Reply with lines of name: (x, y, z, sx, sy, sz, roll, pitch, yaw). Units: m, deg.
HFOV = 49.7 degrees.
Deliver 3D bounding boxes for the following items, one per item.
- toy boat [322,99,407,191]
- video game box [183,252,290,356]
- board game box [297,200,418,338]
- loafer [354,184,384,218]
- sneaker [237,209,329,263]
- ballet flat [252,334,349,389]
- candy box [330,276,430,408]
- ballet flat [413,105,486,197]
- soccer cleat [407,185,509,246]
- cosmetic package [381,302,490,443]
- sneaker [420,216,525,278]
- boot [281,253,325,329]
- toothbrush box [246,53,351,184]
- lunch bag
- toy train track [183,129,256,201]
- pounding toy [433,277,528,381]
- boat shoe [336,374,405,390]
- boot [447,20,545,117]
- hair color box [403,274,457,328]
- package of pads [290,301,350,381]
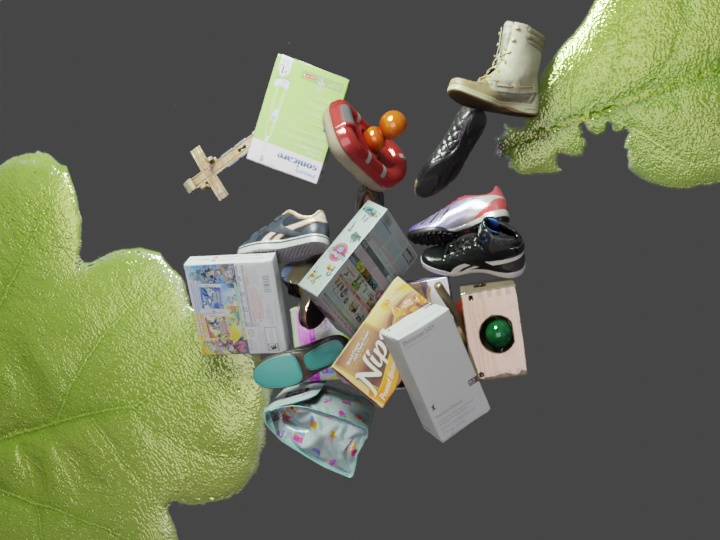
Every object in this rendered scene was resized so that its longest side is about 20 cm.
toy boat: (0.029, -0.239, 1.408, 0.129, 0.199, 0.133, -29, 54, 20)
video game box: (-0.239, 0.068, 1.523, 0.177, 0.047, 0.205, -3, 114, 7)
board game box: (0.000, 0.000, 1.404, 0.064, 0.148, 0.201, 27, 72, 43)
loafer: (0.015, -0.063, 1.487, 0.071, 0.072, 0.206, -5, 95, 8)
sneaker: (-0.148, -0.065, 1.512, 0.195, 0.078, 0.081, -9, 66, 20)
ballet flat: (-0.105, 0.172, 1.461, 0.196, 0.068, 0.070, -18, 94, 12)
candy box: (0.049, 0.127, 1.384, 0.115, 0.055, 0.202, 37, 81, 1)
ballet flat: (0.168, -0.223, 1.468, 0.066, 0.057, 0.201, 30, 104, -30)
soccer cleat: (0.181, -0.101, 1.469, 0.195, 0.068, 0.075, -14, 68, 15)
cosmetic package: (0.129, 0.171, 1.331, 0.111, 0.081, 0.203, -30, 106, -15)
sneaker: (0.204, -0.052, 1.424, 0.195, 0.074, 0.114, 3, 134, 15)
boot: (-0.109, 0.043, 1.469, 0.095, 0.202, 0.076, -7, 124, 18)
toothbrush box: (-0.115, -0.284, 1.475, 0.142, 0.086, 0.205, 18, 97, -1)
lunch bag: (-0.080, 0.283, 1.481, 0.196, 0.170, 0.125, 21, 99, 4)
toy train track: (-0.271, -0.218, 1.540, 0.198, 0.033, 0.116, -34, 89, 9)
pounding toy: (0.217, 0.095, 1.401, 0.138, 0.200, 0.189, -9, 93, 8)
boat shoe: (0.049, 0.190, 1.439, 0.194, 0.070, 0.073, 2, 100, 7)
boot: (0.246, -0.366, 1.392, 0.196, 0.072, 0.159, 5, 95, -28)
hair color box: (0.132, 0.117, 1.489, 0.107, 0.065, 0.205, -9, 92, 11)
package of pads: (-0.034, 0.129, 1.514, 0.195, 0.068, 0.159, -5, 95, 9)
